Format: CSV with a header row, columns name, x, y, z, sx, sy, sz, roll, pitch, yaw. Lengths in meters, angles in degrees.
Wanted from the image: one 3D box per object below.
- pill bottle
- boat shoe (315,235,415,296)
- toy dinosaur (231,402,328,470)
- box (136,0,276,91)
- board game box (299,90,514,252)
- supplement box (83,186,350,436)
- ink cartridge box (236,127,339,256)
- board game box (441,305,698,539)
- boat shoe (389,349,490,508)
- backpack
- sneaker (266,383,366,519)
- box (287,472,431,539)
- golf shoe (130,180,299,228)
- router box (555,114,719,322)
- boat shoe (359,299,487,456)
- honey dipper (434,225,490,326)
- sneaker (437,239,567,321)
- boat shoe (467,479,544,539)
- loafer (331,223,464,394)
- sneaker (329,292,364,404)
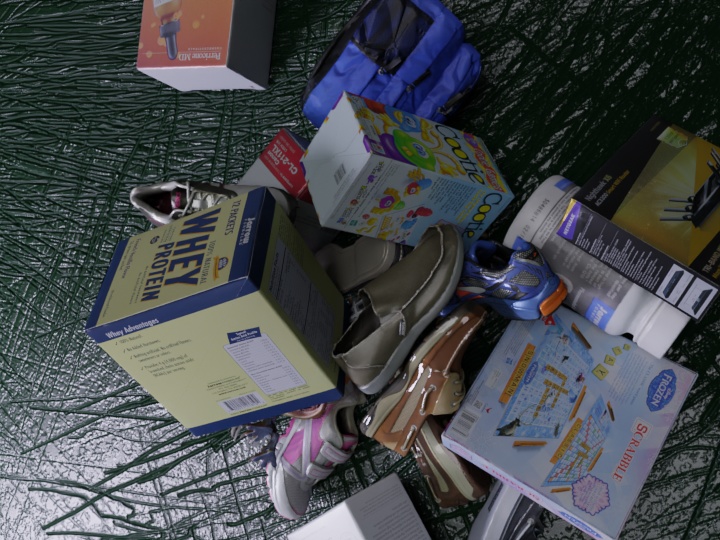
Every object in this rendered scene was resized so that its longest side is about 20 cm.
name,x,y,z,sx,sy,sz,roll,pitch,yaw
pill bottle,0.261,-0.004,0.810,0.199,0.114,0.114,37,101,21
boat shoe,0.000,0.000,0.926,0.199,0.062,0.074,-20,64,56
toy dinosaur,-0.125,0.158,0.955,0.198,0.106,0.182,-21,37,7
box,-0.205,-0.359,1.039,0.151,0.106,0.202,5,88,23
board game box,0.051,-0.101,0.834,0.105,0.198,0.104,-51,43,34
supplement box,-0.143,0.052,0.823,0.198,0.200,0.135,-18,40,19
ink cartridge box,-0.102,-0.061,0.951,0.200,0.145,0.083,-48,68,13
board game box,0.221,0.150,0.810,0.198,0.041,0.201,29,70,22
boat shoe,0.070,0.188,0.902,0.075,0.074,0.204,-36,72,25
backpack,0.034,-0.225,0.898,0.168,0.163,0.200,44,102,-1
sneaker,-0.052,0.218,0.946,0.087,0.081,0.202,17,94,25
box,0.024,0.361,0.875,0.124,0.097,0.201,-41,71,38
golf shoe,-0.166,-0.064,0.854,0.198,0.088,0.078,3,82,26
router box,0.314,-0.061,0.757,0.157,0.200,0.053,34,142,21
boat shoe,0.079,0.120,0.820,0.074,0.076,0.201,39,117,8
honey dipper,0.116,0.007,0.917,0.038,0.038,0.202,23,99,23
sneaker,0.129,0.002,0.823,0.199,0.075,0.079,-3,120,46
boat shoe,0.173,0.284,0.855,0.067,0.072,0.202,24,98,1
loafer,0.038,0.033,0.795,0.069,0.075,0.201,31,90,-23
sneaker,-0.003,0.064,0.921,0.077,0.078,0.200,35,75,33
